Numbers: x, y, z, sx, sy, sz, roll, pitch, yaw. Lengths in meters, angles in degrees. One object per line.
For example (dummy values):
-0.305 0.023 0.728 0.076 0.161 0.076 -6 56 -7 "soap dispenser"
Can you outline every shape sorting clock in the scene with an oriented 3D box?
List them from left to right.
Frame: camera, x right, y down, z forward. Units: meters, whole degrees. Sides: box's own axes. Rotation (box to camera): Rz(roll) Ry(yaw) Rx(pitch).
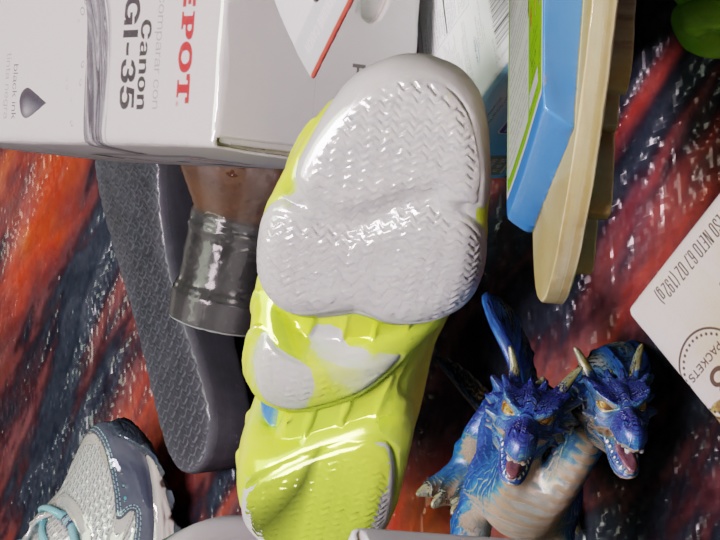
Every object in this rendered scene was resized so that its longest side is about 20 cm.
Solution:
0.065 -0.091 0.768 0.200 0.039 0.202 -179 90 -90 "shape sorting clock"

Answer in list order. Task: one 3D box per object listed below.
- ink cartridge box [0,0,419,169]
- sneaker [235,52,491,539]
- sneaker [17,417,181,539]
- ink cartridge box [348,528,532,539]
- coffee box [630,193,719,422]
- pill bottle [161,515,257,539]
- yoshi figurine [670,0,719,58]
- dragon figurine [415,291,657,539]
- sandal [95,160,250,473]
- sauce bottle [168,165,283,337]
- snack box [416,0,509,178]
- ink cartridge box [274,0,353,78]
-0.067 -0.115 1.002 0.199 0.082 0.148 5 90 55 "ink cartridge box"
0.000 0.000 0.943 0.105 0.075 0.201 -75 3 -61 "sneaker"
-0.140 0.158 1.190 0.078 0.086 0.201 45 123 52 "sneaker"
0.032 0.181 0.835 0.201 0.144 0.084 -63 35 31 "ink cartridge box"
0.172 0.040 0.623 0.200 0.080 0.113 52 130 22 "coffee box"
-0.085 0.175 1.068 0.200 0.112 0.114 -34 56 53 "pill bottle"
0.125 -0.050 0.766 0.112 0.112 0.201 126 137 -51 "yoshi figurine"
0.060 0.044 0.884 0.200 0.058 0.100 -82 9 -70 "dragon figurine"
-0.076 -0.011 1.166 0.076 0.043 0.202 -33 66 61 "sandal"
-0.040 -0.075 1.084 0.065 0.064 0.201 26 106 58 "sauce bottle"
0.043 -0.147 0.957 0.116 0.037 0.201 128 140 -65 "snack box"
-0.017 -0.173 0.809 0.109 0.050 0.201 123 129 -64 "ink cartridge box"
